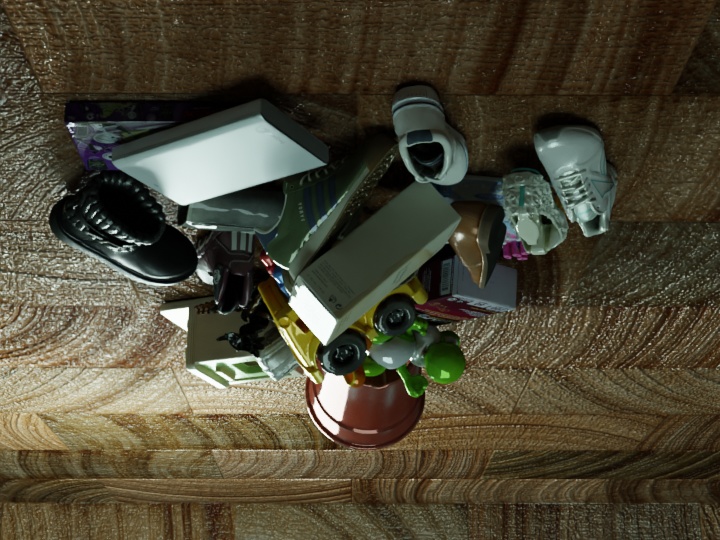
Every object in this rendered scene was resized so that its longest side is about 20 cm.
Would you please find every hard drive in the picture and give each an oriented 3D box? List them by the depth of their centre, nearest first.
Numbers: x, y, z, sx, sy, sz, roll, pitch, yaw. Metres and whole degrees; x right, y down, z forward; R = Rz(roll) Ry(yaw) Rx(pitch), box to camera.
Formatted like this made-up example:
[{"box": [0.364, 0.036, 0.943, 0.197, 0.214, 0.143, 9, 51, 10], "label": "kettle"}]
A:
[{"box": [-0.153, -0.125, 1.327, 0.199, 0.027, 0.132, -13, 155, 28], "label": "hard drive"}]

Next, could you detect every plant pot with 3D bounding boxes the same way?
[{"box": [0.015, 0.153, 1.910, 0.199, 0.202, 0.196, 2, 151, -4], "label": "plant pot"}]

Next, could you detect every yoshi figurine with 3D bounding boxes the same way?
[{"box": [0.073, 0.122, 1.741, 0.199, 0.113, 0.112, -1, 161, -34], "label": "yoshi figurine"}]

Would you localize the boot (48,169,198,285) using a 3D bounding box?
[{"box": [-0.265, -0.047, 1.486, 0.210, 0.080, 0.157, 20, 158, -32], "label": "boot"}]

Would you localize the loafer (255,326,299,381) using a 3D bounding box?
[{"box": [-0.062, 0.085, 1.774, 0.199, 0.070, 0.070, -34, 116, -3], "label": "loafer"}]

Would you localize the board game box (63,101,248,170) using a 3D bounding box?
[{"box": [-0.216, -0.147, 1.344, 0.198, 0.033, 0.120, 0, 163, 0], "label": "board game box"}]

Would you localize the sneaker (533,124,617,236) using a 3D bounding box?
[{"box": [0.252, -0.103, 1.385, 0.070, 0.081, 0.200, -9, 156, 26], "label": "sneaker"}]

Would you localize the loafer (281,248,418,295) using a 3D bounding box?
[{"box": [0.000, 0.000, 1.522, 0.199, 0.077, 0.067, -12, -177, -32], "label": "loafer"}]

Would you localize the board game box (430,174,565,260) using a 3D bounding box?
[{"box": [0.151, -0.065, 1.555, 0.198, 0.026, 0.200, 4, 158, -11], "label": "board game box"}]

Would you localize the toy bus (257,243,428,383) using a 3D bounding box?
[{"box": [-0.039, 0.017, 1.617, 0.199, 0.136, 0.192, -35, 124, 0], "label": "toy bus"}]

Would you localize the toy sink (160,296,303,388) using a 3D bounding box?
[{"box": [-0.201, 0.112, 1.888, 0.198, 0.113, 0.130, -7, 157, 17], "label": "toy sink"}]

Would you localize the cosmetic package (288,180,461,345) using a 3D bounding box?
[{"box": [0.015, -0.011, 1.422, 0.200, 0.073, 0.104, -39, 171, -20], "label": "cosmetic package"}]

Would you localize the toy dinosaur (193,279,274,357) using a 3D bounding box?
[{"box": [-0.147, 0.055, 1.757, 0.199, 0.103, 0.136, -29, -171, 30], "label": "toy dinosaur"}]

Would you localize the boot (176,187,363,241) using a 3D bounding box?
[{"box": [-0.110, -0.082, 1.470, 0.198, 0.073, 0.182, 15, 153, -19], "label": "boot"}]

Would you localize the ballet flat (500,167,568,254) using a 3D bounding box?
[{"box": [0.205, -0.056, 1.454, 0.071, 0.072, 0.200, -7, 158, 18], "label": "ballet flat"}]

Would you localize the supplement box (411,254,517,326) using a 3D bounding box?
[{"box": [0.117, 0.032, 1.722, 0.108, 0.061, 0.199, 14, 164, -31], "label": "supplement box"}]

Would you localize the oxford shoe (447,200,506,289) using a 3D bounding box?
[{"box": [0.141, -0.038, 1.518, 0.071, 0.072, 0.200, 18, 159, 15], "label": "oxford shoe"}]

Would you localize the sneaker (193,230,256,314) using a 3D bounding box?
[{"box": [-0.186, 0.011, 1.623, 0.075, 0.117, 0.200, 6, 158, -15], "label": "sneaker"}]

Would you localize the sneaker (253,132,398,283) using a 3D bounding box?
[{"box": [-0.047, -0.089, 1.378, 0.201, 0.090, 0.067, -54, 170, 15], "label": "sneaker"}]

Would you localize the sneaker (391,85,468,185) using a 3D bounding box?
[{"box": [0.073, -0.127, 1.331, 0.072, 0.071, 0.200, -7, 159, 17], "label": "sneaker"}]
